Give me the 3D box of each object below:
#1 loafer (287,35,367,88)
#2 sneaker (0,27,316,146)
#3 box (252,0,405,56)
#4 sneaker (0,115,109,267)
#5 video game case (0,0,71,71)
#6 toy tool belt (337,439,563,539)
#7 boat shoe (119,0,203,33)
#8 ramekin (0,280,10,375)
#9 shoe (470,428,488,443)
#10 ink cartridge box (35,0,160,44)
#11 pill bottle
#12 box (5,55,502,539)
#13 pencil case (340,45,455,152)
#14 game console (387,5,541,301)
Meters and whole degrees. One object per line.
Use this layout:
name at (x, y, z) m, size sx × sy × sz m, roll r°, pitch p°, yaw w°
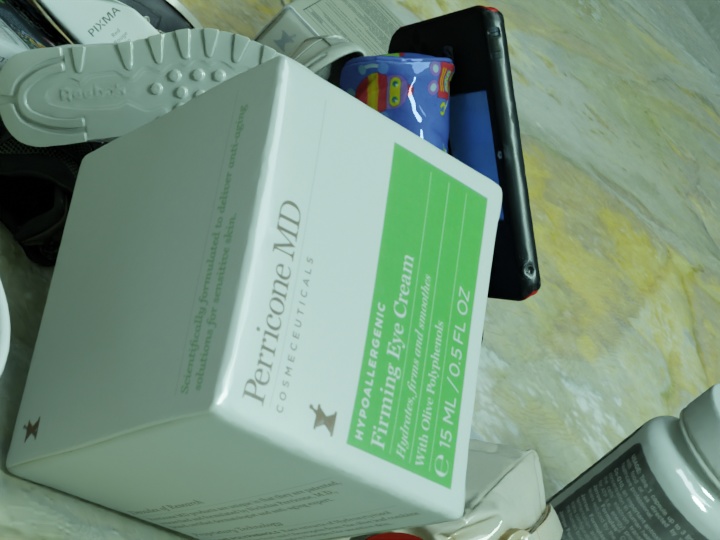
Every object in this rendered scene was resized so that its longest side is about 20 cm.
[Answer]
loafer at (-0.061, -0.080, 1.101) m, size 0.070 × 0.201 × 0.070 m, roll 33°, pitch -10°, yaw -25°
sneaker at (-0.111, -0.107, 0.936) m, size 0.199 × 0.077 × 0.080 m, roll 6°, pitch 8°, yaw 9°
box at (-0.026, -0.169, 1.378) m, size 0.128 × 0.109 × 0.200 m, roll 46°, pitch 25°, yaw -3°
sneaker at (-0.156, -0.040, 1.002) m, size 0.199 × 0.076 × 0.115 m, roll 22°, pitch 38°, yaw -25°
video game case at (-0.271, -0.189, 1.030) m, size 0.200 × 0.023 × 0.182 m, roll 44°, pitch 11°, yaw 23°
toy tool belt at (0.053, 0.191, 0.957) m, size 0.200 × 0.124 × 0.124 m, roll -35°, pitch 127°, yaw -61°
boat shoe at (-0.197, -0.209, 1.239) m, size 0.072 × 0.063 × 0.200 m, roll 20°, pitch -13°, yaw 43°
ramekin at (-0.269, 0.019, 0.704) m, size 0.200 × 0.105 × 0.201 m, roll 36°, pitch 27°, yaw -22°
shoe at (0.036, 0.123, 1.087) m, size 0.091 × 0.071 × 0.200 m, roll 22°, pitch -29°, yaw 49°
ink cartridge box at (-0.174, -0.164, 1.110) m, size 0.200 × 0.050 × 0.162 m, roll 49°, pitch -3°, yaw 9°
pill bottle at (0.214, 0.178, 1.140) m, size 0.114 × 0.200 × 0.114 m, roll 37°, pitch 27°, yaw -22°
box at (-0.055, 0.029, 0.848) m, size 0.171 × 0.200 × 0.200 m, roll 27°, pitch 60°, yaw -33°
pencil case at (0.030, -0.051, 1.072) m, size 0.087 × 0.078 × 0.201 m, roll -12°, pitch 99°, yaw -78°
game console at (0.070, -0.081, 1.120) m, size 0.177 × 0.031 × 0.201 m, roll -171°, pitch -109°, yaw -72°
